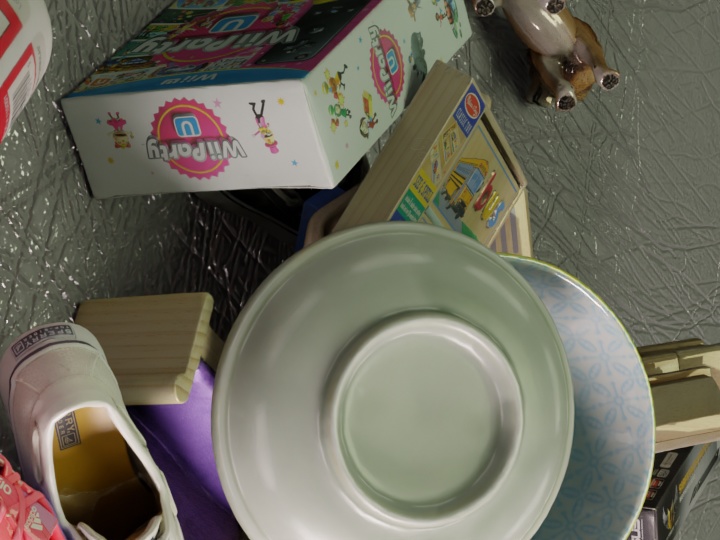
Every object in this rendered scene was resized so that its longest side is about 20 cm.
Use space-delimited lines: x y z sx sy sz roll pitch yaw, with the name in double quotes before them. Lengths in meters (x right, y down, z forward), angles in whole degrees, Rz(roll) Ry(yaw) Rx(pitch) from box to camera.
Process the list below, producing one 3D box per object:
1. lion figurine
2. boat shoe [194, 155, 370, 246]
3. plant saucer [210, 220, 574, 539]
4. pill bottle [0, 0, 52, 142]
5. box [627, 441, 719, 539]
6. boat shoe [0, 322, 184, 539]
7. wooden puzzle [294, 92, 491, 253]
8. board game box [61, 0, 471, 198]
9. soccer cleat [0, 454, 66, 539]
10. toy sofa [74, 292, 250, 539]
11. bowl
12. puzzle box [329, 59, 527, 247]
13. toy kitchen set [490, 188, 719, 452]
"lion figurine" 0.129 -0.191 1.506 0.200 0.072 0.123 54 8 -37
"boat shoe" -0.030 -0.054 1.204 0.200 0.064 0.071 12 77 -62
"plant saucer" 0.026 0.075 1.014 0.200 0.050 0.201 0 91 -20
"pill bottle" -0.212 -0.051 0.805 0.112 0.112 0.200 64 36 -37
"box" 0.172 0.139 1.469 0.200 0.158 0.048 -40 130 -56
"boat shoe" -0.121 0.118 0.964 0.070 0.071 0.200 -126 -159 -47
"wooden puzzle" 0.000 0.000 1.199 0.200 0.046 0.185 -41 153 -45
"board game box" -0.046 -0.112 1.089 0.200 0.147 0.064 -53 134 -51
"soccer cleat" -0.178 0.100 0.898 0.200 0.073 0.068 64 36 -38
"toy sofa" -0.083 0.104 1.071 0.200 0.083 0.098 54 41 -47
"bowl" 0.050 0.089 1.105 0.200 0.108 0.201 0 91 -20
"puzzle box" 0.040 -0.029 1.148 0.133 0.025 0.200 -60 161 -5
"toy kitchen set" 0.177 0.026 1.386 0.200 0.163 0.181 -8 96 -17
